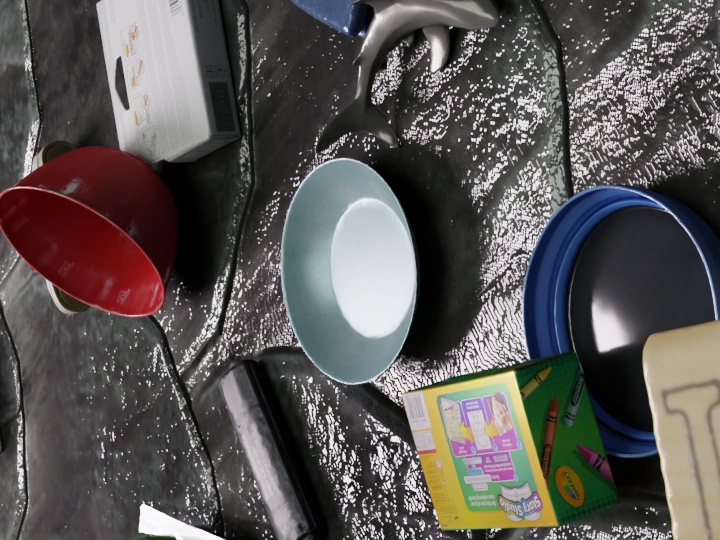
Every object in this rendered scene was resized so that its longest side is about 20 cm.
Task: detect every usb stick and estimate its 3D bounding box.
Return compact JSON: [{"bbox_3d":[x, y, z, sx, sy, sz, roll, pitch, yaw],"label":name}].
[{"bbox_3d":[-0.088,0.180,1.663,0.055,0.033,0.201,-43,59,38],"label":"usb stick"}]

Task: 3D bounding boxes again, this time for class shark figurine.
[{"bbox_3d":[0.019,-0.200,1.443,0.214,0.089,0.129,-43,59,44],"label":"shark figurine"}]

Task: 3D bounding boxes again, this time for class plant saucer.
[{"bbox_3d":[0.000,0.000,1.524,0.201,0.039,0.202,6,98,53],"label":"plant saucer"}]

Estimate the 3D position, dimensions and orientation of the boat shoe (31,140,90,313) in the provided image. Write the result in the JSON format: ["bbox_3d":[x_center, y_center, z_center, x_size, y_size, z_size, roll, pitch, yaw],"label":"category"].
[{"bbox_3d":[-0.336,-0.042,1.942,0.068,0.074,0.201,-32,61,56],"label":"boat shoe"}]

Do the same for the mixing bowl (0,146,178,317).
[{"bbox_3d":[-0.264,-0.055,1.775,0.200,0.109,0.200,22,148,14],"label":"mixing bowl"}]

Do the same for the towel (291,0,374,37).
[{"bbox_3d":[-0.036,-0.290,1.536,0.200,0.048,0.112,41,125,44],"label":"towel"}]

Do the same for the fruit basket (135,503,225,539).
[{"bbox_3d":[-0.162,0.351,1.752,0.199,0.094,0.186,11,103,36],"label":"fruit basket"}]

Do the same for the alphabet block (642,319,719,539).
[{"bbox_3d":[0.312,0.111,1.001,0.200,0.195,0.197,-17,78,51],"label":"alphabet block"}]

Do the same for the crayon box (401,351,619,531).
[{"bbox_3d":[0.112,0.136,1.328,0.200,0.058,0.119,-20,86,65],"label":"crayon box"}]

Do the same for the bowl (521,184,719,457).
[{"bbox_3d":[0.200,0.036,1.264,0.200,0.039,0.202,7,99,52],"label":"bowl"}]

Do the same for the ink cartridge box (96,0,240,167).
[{"bbox_3d":[-0.200,-0.209,1.764,0.173,0.043,0.201,-19,79,53],"label":"ink cartridge box"}]

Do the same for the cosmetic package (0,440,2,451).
[{"bbox_3d":[-0.584,0.165,2.204,0.165,0.165,0.201,-26,73,50],"label":"cosmetic package"}]
